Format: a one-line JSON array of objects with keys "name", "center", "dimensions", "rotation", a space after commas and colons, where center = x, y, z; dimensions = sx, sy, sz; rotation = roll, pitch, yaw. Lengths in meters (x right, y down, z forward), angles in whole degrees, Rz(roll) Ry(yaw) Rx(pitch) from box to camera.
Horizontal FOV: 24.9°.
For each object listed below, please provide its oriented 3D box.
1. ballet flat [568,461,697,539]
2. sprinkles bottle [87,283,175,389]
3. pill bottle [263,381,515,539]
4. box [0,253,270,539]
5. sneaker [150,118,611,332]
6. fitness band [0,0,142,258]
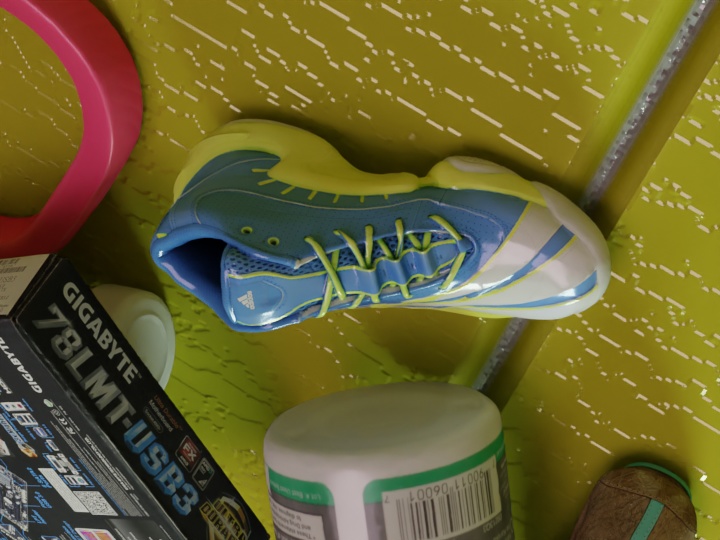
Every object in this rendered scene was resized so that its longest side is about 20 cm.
[{"name": "ballet flat", "center": [0.111, 0.177, 0.794], "dimensions": [0.068, 0.072, 0.200], "rotation": [26, 136, 9]}, {"name": "sprinkles bottle", "center": [-0.198, 0.030, 0.871], "dimensions": [0.199, 0.068, 0.068], "rotation": [9, 130, 26]}, {"name": "pill bottle", "center": [0.021, 0.162, 0.767], "dimensions": [0.113, 0.113, 0.201], "rotation": [1, 104, 32]}, {"name": "box", "center": [-0.174, 0.083, 0.817], "dimensions": [0.198, 0.050, 0.200], "rotation": [-4, 131, 39]}, {"name": "sneaker", "center": [0.000, 0.000, 0.692], "dimensions": [0.199, 0.105, 0.076], "rotation": [13, 132, 24]}, {"name": "fitness band", "center": [-0.184, -0.078, 0.798], "dimensions": [0.144, 0.037, 0.200], "rotation": [39, 138, -5]}]
